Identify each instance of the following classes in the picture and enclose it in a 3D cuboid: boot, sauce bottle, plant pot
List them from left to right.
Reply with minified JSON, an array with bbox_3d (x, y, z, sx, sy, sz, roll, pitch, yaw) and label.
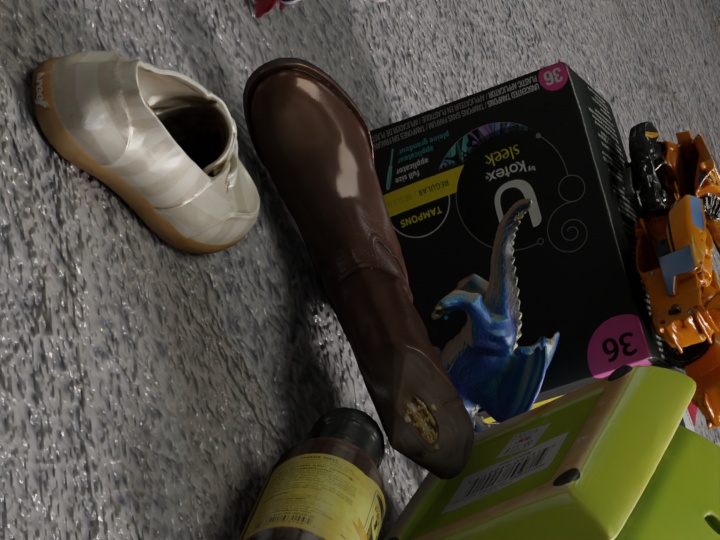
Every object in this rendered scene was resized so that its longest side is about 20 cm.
[{"bbox_3d":[-0.020,0.121,1.214,0.065,0.064,0.200,65,17,-14],"label":"sauce bottle"},{"bbox_3d":[0.000,0.000,1.347,0.200,0.064,0.187,-107,170,-55],"label":"boot"},{"bbox_3d":[0.121,0.177,1.330,0.182,0.199,0.199,57,33,-11],"label":"plant pot"}]

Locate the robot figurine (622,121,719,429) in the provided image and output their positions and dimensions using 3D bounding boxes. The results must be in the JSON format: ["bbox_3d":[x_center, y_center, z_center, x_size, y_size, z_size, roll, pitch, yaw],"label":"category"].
[{"bbox_3d":[0.213,-0.005,1.562,0.201,0.058,0.145,-90,156,-47],"label":"robot figurine"}]

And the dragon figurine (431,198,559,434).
[{"bbox_3d":[0.085,0.055,1.484,0.099,0.201,0.059,32,15,6],"label":"dragon figurine"}]

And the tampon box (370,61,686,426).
[{"bbox_3d":[0.108,-0.007,1.597,0.126,0.149,0.201,24,49,-68],"label":"tampon box"}]

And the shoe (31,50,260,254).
[{"bbox_3d":[-0.091,-0.059,1.218,0.200,0.053,0.070,33,41,-63],"label":"shoe"}]

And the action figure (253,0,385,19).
[{"bbox_3d":[-0.032,-0.242,1.456,0.148,0.201,0.134,22,19,-8],"label":"action figure"}]

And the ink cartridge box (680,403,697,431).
[{"bbox_3d":[0.185,0.093,1.832,0.200,0.082,0.146,-64,132,-67],"label":"ink cartridge box"}]
